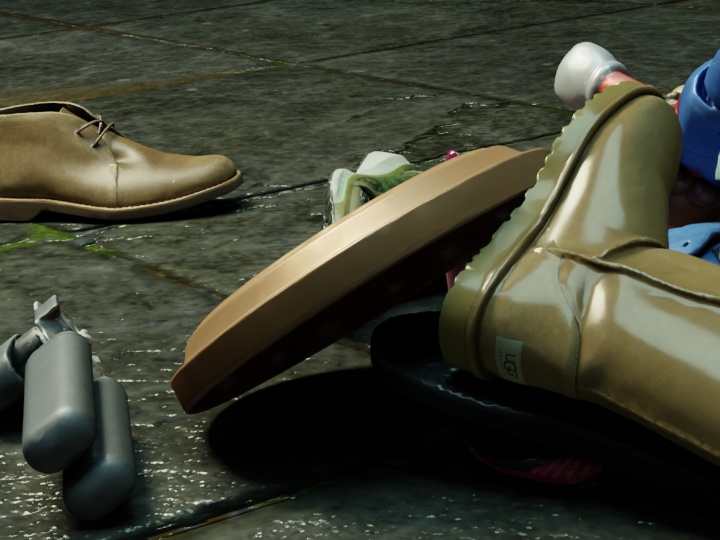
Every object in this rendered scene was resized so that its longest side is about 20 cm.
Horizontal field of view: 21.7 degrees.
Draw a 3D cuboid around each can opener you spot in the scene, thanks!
[{"bbox_3d":[-0.140,0.065,0.838,0.067,0.053,0.200,-37,17,2],"label":"can opener"}]

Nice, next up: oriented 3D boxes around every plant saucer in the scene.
[{"bbox_3d":[0.000,0.000,0.843,0.199,0.032,0.200,-32,-6,-4],"label":"plant saucer"}]

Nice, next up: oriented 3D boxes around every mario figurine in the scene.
[{"bbox_3d":[0.176,-0.085,0.920,0.105,0.124,0.200,-26,-10,-31],"label":"mario figurine"}]

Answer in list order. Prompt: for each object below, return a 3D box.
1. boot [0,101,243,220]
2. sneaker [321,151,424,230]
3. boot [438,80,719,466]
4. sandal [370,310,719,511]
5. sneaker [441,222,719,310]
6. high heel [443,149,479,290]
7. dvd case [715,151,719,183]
[{"bbox_3d":[-0.180,-0.077,1.299,0.198,0.076,0.074,0,13,8],"label":"boot"},{"bbox_3d":[0.029,-0.021,1.056,0.088,0.078,0.200,8,19,12],"label":"sneaker"},{"bbox_3d":[0.155,0.013,0.745,0.199,0.066,0.176,19,56,30],"label":"boot"},{"bbox_3d":[0.086,0.067,0.773,0.199,0.045,0.075,21,32,26],"label":"sandal"},{"bbox_3d":[0.128,0.010,0.865,0.198,0.067,0.078,-10,-15,-26],"label":"sneaker"},{"bbox_3d":[0.124,-0.031,1.004,0.199,0.097,0.067,-16,19,-38],"label":"high heel"},{"bbox_3d":[0.272,-0.017,0.858,0.145,0.022,0.199,10,-5,42],"label":"dvd case"}]
